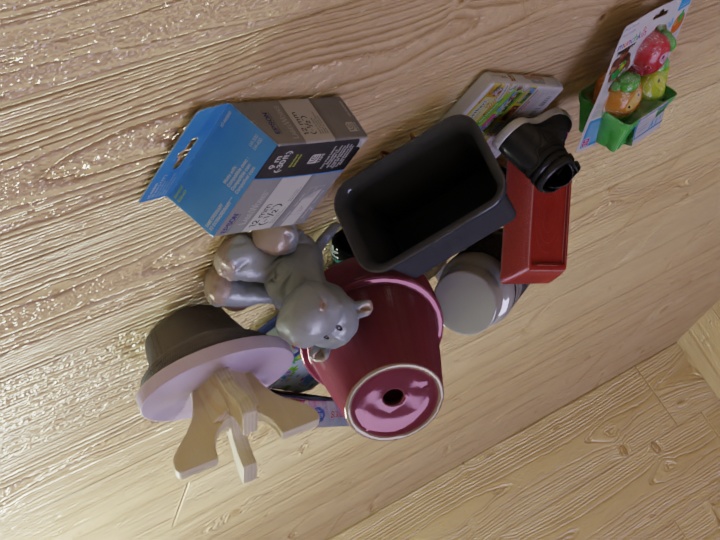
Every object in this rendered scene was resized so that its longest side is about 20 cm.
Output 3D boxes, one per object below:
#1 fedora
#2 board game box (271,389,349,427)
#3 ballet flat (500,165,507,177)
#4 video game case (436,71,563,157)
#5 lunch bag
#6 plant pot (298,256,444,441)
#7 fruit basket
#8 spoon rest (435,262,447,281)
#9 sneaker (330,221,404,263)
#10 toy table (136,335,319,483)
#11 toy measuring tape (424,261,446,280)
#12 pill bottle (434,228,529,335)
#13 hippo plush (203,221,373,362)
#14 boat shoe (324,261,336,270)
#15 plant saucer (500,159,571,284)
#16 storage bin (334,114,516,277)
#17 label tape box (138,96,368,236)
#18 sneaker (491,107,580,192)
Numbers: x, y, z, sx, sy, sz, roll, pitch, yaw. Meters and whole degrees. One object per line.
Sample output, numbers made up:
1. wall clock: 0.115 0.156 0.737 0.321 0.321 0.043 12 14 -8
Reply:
1. fedora: -0.199 0.107 1.495 0.199 0.091 0.177 6 135 -44
2. board game box: -0.124 0.203 1.751 0.198 0.042 0.199 4 176 23
3. ballet flat: 0.165 -0.075 1.712 0.066 0.057 0.200 -19 156 -40
4. video game case: 0.147 -0.176 1.497 0.181 0.023 0.200 -9 149 -52
5. lunch bag: -0.071 0.104 1.718 0.160 0.083 0.200 -37 161 11
6. plant pot: 0.024 0.111 1.499 0.198 0.180 0.202 -7 128 -9
7. fruit basket: 0.371 -0.260 1.543 0.185 0.094 0.201 -32 154 -38
8. spoon rest: 0.061 -0.003 1.738 0.199 0.061 0.099 7 139 -43
9. sneaker: 0.053 -0.058 1.532 0.199 0.072 0.080 -27 158 3
10. toy table: -0.158 0.171 1.419 0.198 0.118 0.184 -25 150 -8
11. toy measuring tape: 0.126 -0.061 1.646 0.200 0.074 0.073 -44 159 15
12. pill bottle: 0.180 0.016 1.702 0.113 0.113 0.200 -44 177 28
13. hippo plush: -0.085 0.038 1.413 0.159 0.161 0.200 -39 160 16
14. boat shoe: 0.000 -0.002 1.612 0.201 0.060 0.072 -34 154 -24
15. plant saucer: 0.258 -0.080 1.671 0.036 0.202 0.199 5 -178 29
16. storage bin: 0.086 -0.082 1.415 0.199 0.147 0.134 -31 157 13
17. label tape box: -0.107 -0.103 1.188 0.199 0.066 0.143 -15 153 -48
18. sneaker: 0.250 -0.153 1.532 0.071 0.099 0.199 -47 166 30
